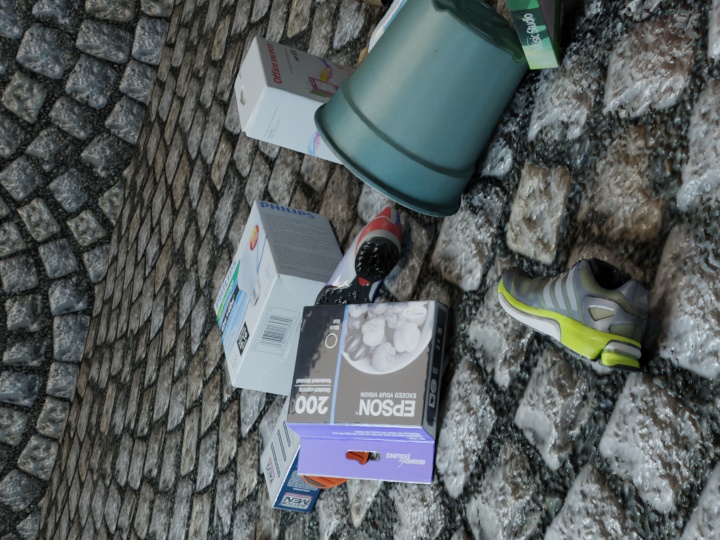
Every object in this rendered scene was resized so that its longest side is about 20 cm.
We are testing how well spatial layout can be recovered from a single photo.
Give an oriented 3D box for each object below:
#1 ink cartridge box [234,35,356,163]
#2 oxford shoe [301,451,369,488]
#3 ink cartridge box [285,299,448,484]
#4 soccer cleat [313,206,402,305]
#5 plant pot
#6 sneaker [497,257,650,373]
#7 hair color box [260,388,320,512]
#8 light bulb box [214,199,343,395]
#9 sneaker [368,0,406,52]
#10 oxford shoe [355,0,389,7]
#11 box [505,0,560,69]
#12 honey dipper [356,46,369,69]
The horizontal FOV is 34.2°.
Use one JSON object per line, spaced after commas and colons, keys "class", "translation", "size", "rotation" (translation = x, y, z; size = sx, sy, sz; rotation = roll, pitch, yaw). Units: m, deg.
{"class": "ink cartridge box", "translation": [-0.065, -0.230, 1.619], "size": [0.085, 0.197, 0.146], "rotation": [-62, 27, 31]}
{"class": "oxford shoe", "translation": [-0.013, 0.193, 1.461], "size": [0.201, 0.070, 0.073], "rotation": [-55, 13, 30]}
{"class": "ink cartridge box", "translation": [0.004, 0.138, 1.353], "size": [0.196, 0.043, 0.204], "rotation": [-4, 72, 35]}
{"class": "soccer cleat", "translation": [0.000, 0.000, 1.534], "size": [0.201, 0.067, 0.074], "rotation": [-55, 13, 44]}
{"class": "plant pot", "translation": [0.079, -0.200, 1.294], "size": [0.197, 0.198, 0.201], "rotation": [-56, 30, 26]}
{"class": "sneaker", "translation": [0.195, 0.026, 1.049], "size": [0.200, 0.073, 0.082], "rotation": [31, 100, 59]}
{"class": "hair color box", "translation": [-0.068, 0.213, 1.570], "size": [0.100, 0.060, 0.202], "rotation": [-113, 42, -55]}
{"class": "light bulb box", "translation": [-0.114, 0.040, 1.690], "size": [0.200, 0.123, 0.201], "rotation": [-66, 26, 26]}
{"class": "sneaker", "translation": [0.073, -0.293, 1.484], "size": [0.131, 0.078, 0.202], "rotation": [-112, 40, -56]}
{"class": "oxford shoe", "translation": [0.051, -0.473, 1.672], "size": [0.073, 0.070, 0.203], "rotation": [32, 109, 40]}
{"class": "box", "translation": [0.168, -0.312, 1.160], "size": [0.036, 0.200, 0.147], "rotation": [-2, 70, 20]}
{"class": "honey dipper", "translation": [0.007, -0.257, 1.594], "size": [0.201, 0.037, 0.038], "rotation": [-80, 14, -61]}
